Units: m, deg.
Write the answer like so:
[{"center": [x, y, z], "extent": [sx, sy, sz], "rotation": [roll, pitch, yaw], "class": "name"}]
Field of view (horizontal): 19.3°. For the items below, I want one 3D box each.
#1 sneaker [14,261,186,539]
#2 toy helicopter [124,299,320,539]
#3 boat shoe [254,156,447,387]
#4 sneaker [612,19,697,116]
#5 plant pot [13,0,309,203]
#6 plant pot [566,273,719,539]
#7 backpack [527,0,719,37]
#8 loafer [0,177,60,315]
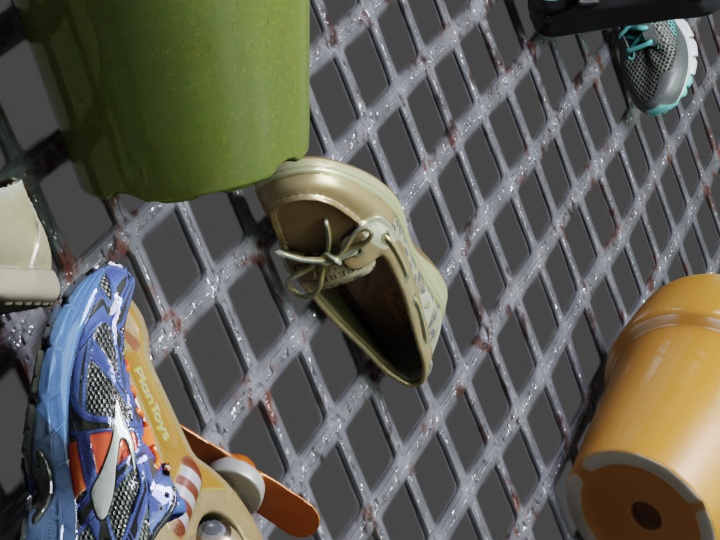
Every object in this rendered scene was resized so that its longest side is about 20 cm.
[{"center": [-0.119, 0.094, 0.987], "extent": [0.075, 0.078, 0.202], "rotation": [131, -36, -70], "class": "sneaker"}, {"center": [-0.090, 0.100, 1.069], "extent": [0.132, 0.078, 0.201], "rotation": [-28, 96, -59], "class": "toy helicopter"}, {"center": [0.000, 0.000, 1.282], "extent": [0.200, 0.073, 0.063], "rotation": [44, 39, -48], "class": "boat shoe"}, {"center": [0.237, -0.232, 1.856], "extent": [0.091, 0.077, 0.202], "rotation": [16, 60, -42], "class": "sneaker"}, {"center": [-0.098, -0.141, 1.065], "extent": [0.200, 0.198, 0.192], "rotation": [-44, 130, -59], "class": "plant pot"}, {"center": [0.251, 0.135, 1.601], "extent": [0.183, 0.199, 0.201], "rotation": [-43, 117, -41], "class": "plant pot"}, {"center": [0.205, -0.294, 1.697], "extent": [0.153, 0.174, 0.202], "rotation": [37, 46, -74], "class": "backpack"}, {"center": [-0.200, -0.016, 0.915], "extent": [0.200, 0.075, 0.069], "rotation": [12, 66, -71], "class": "loafer"}]
